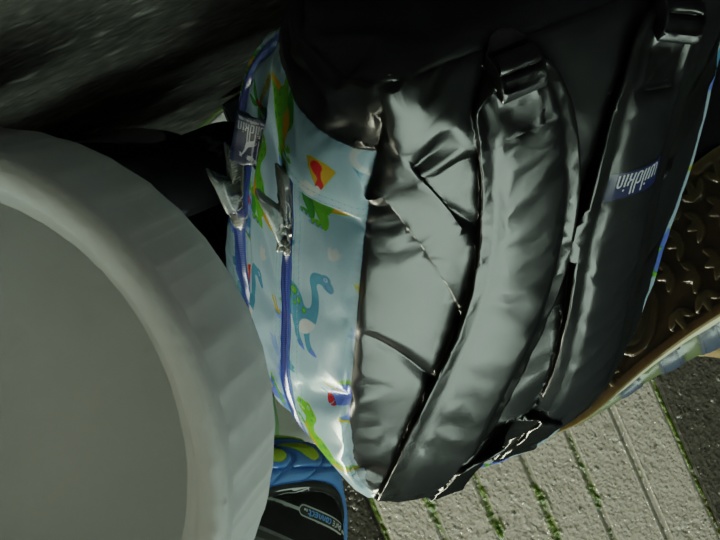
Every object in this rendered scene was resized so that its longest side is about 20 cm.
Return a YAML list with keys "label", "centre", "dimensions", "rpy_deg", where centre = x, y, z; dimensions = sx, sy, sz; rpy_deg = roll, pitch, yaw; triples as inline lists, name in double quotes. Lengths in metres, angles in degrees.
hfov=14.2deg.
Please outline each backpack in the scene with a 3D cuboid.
- label: "backpack"
  centre: [0.031, -0.020, 0.937]
  dimensions: [0.163, 0.201, 0.153]
  rpy_deg: [-25, -142, -30]

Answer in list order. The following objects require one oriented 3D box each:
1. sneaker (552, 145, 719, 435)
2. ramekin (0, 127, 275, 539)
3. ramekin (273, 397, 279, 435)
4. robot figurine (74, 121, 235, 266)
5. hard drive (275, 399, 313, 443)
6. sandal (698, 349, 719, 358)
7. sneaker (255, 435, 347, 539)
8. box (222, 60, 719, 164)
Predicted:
- label: "sneaker"
  centre: [0.109, 0.008, 1.030]
  dimensions: [0.090, 0.067, 0.200]
  rpy_deg: [-9, 163, -48]
- label: "ramekin"
  centre: [-0.121, 0.052, 0.868]
  dimensions: [0.200, 0.201, 0.098]
  rpy_deg: [-25, -177, 19]
- label: "ramekin"
  centre: [-0.127, 0.074, 1.150]
  dimensions: [0.199, 0.201, 0.098]
  rpy_deg: [-22, 169, -23]
- label: "robot figurine"
  centre: [-0.100, 0.019, 1.019]
  dimensions: [0.124, 0.151, 0.200]
  rpy_deg: [10, -164, 30]
- label: "hard drive"
  centre: [0.000, 0.000, 1.349]
  dimensions: [0.199, 0.133, 0.026]
  rpy_deg: [-24, 177, 8]
- label: "sandal"
  centre: [0.141, -0.001, 1.099]
  dimensions: [0.211, 0.070, 0.078]
  rpy_deg: [-25, 176, 2]
- label: "sneaker"
  centre: [-0.092, 0.120, 1.047]
  dimensions: [0.198, 0.083, 0.071]
  rpy_deg: [-15, -175, -21]
- label: "box"
  centre: [0.084, -0.071, 1.107]
  dimensions: [0.182, 0.105, 0.200]
  rpy_deg: [-19, 173, -45]
